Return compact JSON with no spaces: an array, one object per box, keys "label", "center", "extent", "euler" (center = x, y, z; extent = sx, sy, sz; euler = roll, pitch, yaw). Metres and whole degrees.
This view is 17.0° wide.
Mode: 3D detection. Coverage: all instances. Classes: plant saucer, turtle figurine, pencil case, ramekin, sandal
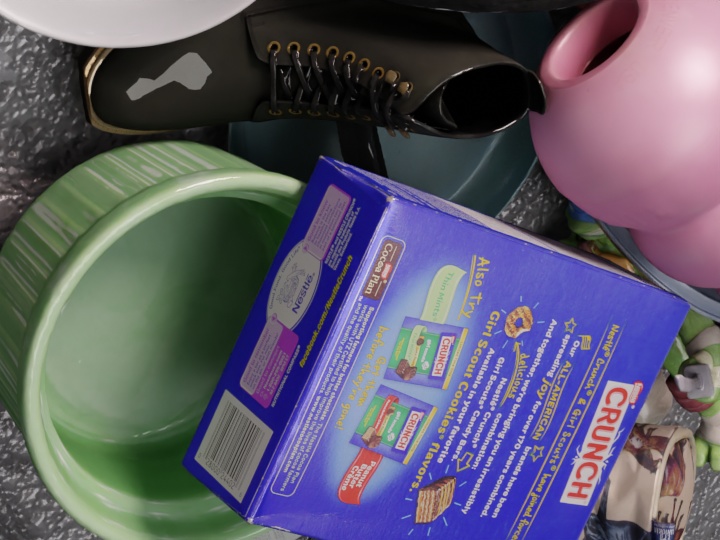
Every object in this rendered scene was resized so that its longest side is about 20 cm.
[{"label":"plant saucer","center":[0.015,-0.090,1.293],"extent":[0.200,0.027,0.201],"euler":[-14,121,-23]},{"label":"turtle figurine","center":[0.142,0.055,1.375],"extent":[0.144,0.200,0.194],"euler":[-16,135,19]},{"label":"pencil case","center":[0.083,0.123,1.332],"extent":[0.078,0.199,0.090],"euler":[36,60,-70]},{"label":"ramekin","center":[-0.091,0.032,1.204],"extent":[0.199,0.098,0.201],"euler":[-12,116,-26]},{"label":"sandal","center":[0.000,-0.001,1.281],"extent":[0.048,0.075,0.201],"euler":[-10,115,4]}]

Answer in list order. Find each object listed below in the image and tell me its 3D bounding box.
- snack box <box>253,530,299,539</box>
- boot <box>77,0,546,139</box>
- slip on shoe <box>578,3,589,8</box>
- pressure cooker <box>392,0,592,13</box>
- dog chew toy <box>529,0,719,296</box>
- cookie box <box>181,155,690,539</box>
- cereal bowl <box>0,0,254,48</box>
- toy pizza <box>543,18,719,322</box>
[{"label":"snack box","center":[-0.084,0.077,1.316],"extent":[0.116,0.037,0.200],"euler":[-30,126,-16]},{"label":"boot","center":[-0.023,-0.094,1.164],"extent":[0.200,0.138,0.078],"euler":[-19,123,-18]},{"label":"slip on shoe","center":[0.173,-0.161,1.330],"extent":[0.200,0.061,0.074],"euler":[8,77,-40]},{"label":"pressure cooker","center":[0.059,-0.239,1.146],"extent":[0.178,0.176,0.201],"euler":[-3,117,-10]},{"label":"dog chew toy","center":[0.174,-0.049,1.201],"extent":[0.125,0.125,0.200],"euler":[-46,117,-1]},{"label":"cookie box","center":[0.039,0.056,1.183],"extent":[0.200,0.075,0.172],"euler":[19,100,-36]},{"label":"cereal bowl","center":[-0.110,-0.208,1.101],"extent":[0.199,0.083,0.201],"euler":[-1,119,-2]},{"label":"toy pizza","center":[0.167,-0.052,1.316],"extent":[0.200,0.201,0.032],"euler":[19,137,-36]}]
